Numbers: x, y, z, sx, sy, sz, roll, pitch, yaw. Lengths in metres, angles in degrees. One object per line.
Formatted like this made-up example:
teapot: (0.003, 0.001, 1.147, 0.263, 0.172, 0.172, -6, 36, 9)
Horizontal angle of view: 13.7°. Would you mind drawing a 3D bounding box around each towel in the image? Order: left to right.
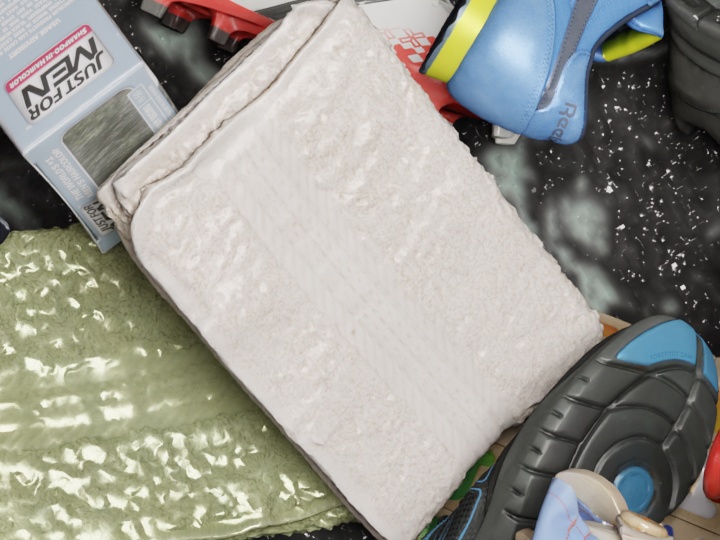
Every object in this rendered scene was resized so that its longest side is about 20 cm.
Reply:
towel: (-0.089, 0.048, 1.212, 0.199, 0.036, 0.149, -11, 78, -20)
towel: (0.000, 0.000, 1.175, 0.133, 0.034, 0.200, -45, 113, -9)

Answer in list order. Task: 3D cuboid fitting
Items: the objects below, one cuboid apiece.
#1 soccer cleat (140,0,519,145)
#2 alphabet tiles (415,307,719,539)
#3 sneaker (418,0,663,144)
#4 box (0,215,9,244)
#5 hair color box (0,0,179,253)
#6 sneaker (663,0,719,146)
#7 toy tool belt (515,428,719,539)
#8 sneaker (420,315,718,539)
soccer cleat: (0.003, -0.114, 1.240, 0.199, 0.069, 0.086, 21, 90, 9)
alphabet tiles: (0.112, 0.111, 1.199, 0.199, 0.008, 0.168, 21, 85, 31)
sneaker: (0.096, -0.131, 1.214, 0.078, 0.066, 0.201, 30, 56, -1)
box: (-0.281, -0.019, 1.176, 0.197, 0.117, 0.200, -47, 51, -3)
hair color box: (-0.145, -0.112, 1.198, 0.061, 0.099, 0.200, -36, 63, -1)
sneaker: (0.201, -0.051, 1.195, 0.076, 0.091, 0.200, -29, 53, -28)
toy tool belt: (0.082, 0.130, 1.083, 0.122, 0.125, 0.201, 19, 79, 19)
sneaker: (0.063, 0.097, 1.181, 0.073, 0.082, 0.200, 44, 77, -23)
